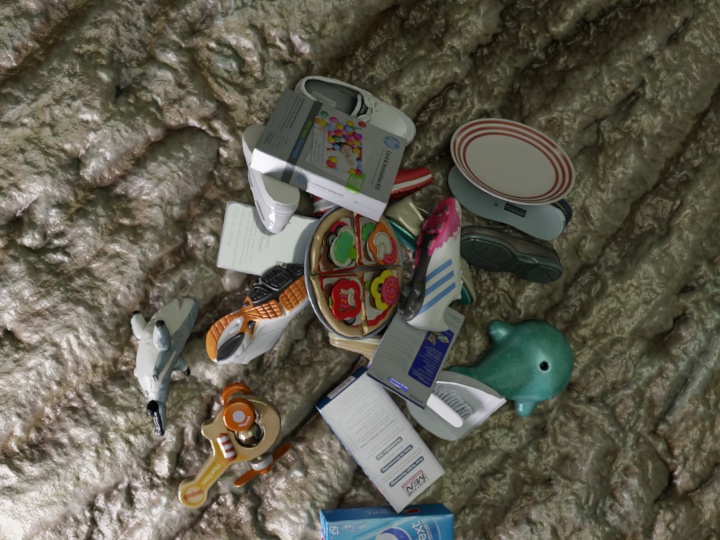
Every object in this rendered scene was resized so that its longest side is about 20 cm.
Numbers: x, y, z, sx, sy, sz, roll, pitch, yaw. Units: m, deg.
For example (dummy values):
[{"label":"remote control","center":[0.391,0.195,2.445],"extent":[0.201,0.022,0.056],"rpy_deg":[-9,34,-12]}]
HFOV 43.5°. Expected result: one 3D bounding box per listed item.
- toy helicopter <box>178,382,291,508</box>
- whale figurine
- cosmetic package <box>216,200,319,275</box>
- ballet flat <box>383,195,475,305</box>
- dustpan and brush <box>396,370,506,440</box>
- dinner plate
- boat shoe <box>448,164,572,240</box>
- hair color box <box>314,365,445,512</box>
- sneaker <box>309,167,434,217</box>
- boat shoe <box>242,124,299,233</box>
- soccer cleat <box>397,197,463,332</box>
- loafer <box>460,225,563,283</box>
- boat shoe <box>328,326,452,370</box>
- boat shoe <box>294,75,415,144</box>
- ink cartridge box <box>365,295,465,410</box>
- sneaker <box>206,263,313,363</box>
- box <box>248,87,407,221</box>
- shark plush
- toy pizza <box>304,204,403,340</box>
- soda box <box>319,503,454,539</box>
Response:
[{"label":"toy helicopter","center":[-0.192,0.277,1.341],"extent":[0.132,0.079,0.200],"rpy_deg":[39,94,-18]},{"label":"whale figurine","center":[0.236,0.155,1.396],"extent":[0.198,0.104,0.161],"rpy_deg":[-19,95,-7]},{"label":"cosmetic package","center":[-0.109,-0.035,1.345],"extent":[0.198,0.074,0.103],"rpy_deg":[10,89,-9]},{"label":"ballet flat","center":[0.120,-0.035,1.396],"extent":[0.069,0.069,0.200],"rpy_deg":[-46,98,-8]},{"label":"dustpan and brush","center":[0.101,0.186,1.362],"extent":[0.199,0.140,0.057],"rpy_deg":[37,42,-2]},{"label":"dinner plate","center":[0.231,-0.163,1.382],"extent":[0.198,0.024,0.201],"rpy_deg":[9,45,-9]},{"label":"boat shoe","center":[0.236,-0.112,1.417],"extent":[0.199,0.091,0.071],"rpy_deg":[30,115,15]},{"label":"hair color box","center":[0.030,0.256,1.378],"extent":[0.100,0.061,0.201],"rpy_deg":[-38,96,-8]},{"label":"sneaker","center":[0.010,-0.159,1.366],"extent":[0.198,0.078,0.117],"rpy_deg":[-16,86,-21]},{"label":"boat shoe","center":[-0.133,-0.134,1.307],"extent":[0.071,0.201,0.069],"rpy_deg":[1,133,-29]},{"label":"soccer cleat","center":[0.119,-0.005,1.332],"extent":[0.086,0.070,0.202],"rpy_deg":[25,76,-25]},{"label":"loafer","center":[0.228,-0.035,1.404],"extent":[0.198,0.072,0.063],"rpy_deg":[19,52,-27]},{"label":"boat shoe","center":[0.044,0.129,1.380],"extent":[0.198,0.072,0.077],"rpy_deg":[9,100,-11]},{"label":"boat shoe","center":[-0.006,-0.238,1.367],"extent":[0.198,0.065,0.074],"rpy_deg":[17,87,-10]},{"label":"ink cartridge box","center":[0.077,0.116,1.317],"extent":[0.099,0.039,0.201],"rpy_deg":[32,45,1]},{"label":"sneaker","center":[-0.131,0.065,1.320],"extent":[0.199,0.092,0.076],"rpy_deg":[-37,64,13]},{"label":"box","center":[-0.043,-0.168,1.293],"extent":[0.198,0.041,0.157],"rpy_deg":[24,45,-5]},{"label":"shark plush","center":[-0.278,0.142,1.318],"extent":[0.083,0.090,0.203],"rpy_deg":[2,85,-41]},{"label":"toy pizza","center":[0.000,0.000,1.305],"extent":[0.199,0.032,0.203],"rpy_deg":[2,87,-44]},{"label":"soda box","center":[0.040,0.399,1.377],"extent":[0.198,0.068,0.065],"rpy_deg":[-1,90,-11]}]
